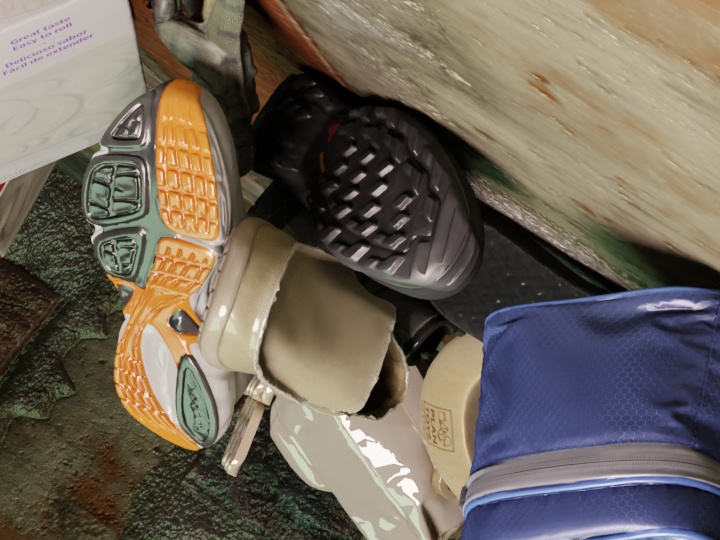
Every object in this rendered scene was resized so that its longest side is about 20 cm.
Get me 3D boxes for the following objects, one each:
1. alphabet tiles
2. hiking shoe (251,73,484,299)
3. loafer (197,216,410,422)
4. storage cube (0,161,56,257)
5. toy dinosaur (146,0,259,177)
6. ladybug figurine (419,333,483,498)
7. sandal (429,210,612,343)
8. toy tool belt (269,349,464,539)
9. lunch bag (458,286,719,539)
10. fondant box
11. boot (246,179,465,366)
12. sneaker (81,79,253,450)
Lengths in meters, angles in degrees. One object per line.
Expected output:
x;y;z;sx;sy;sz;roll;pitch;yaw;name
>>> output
-0.050;0.035;1.385;0.015;0.196;0.200;22;176;-5;alphabet tiles
0.021;-0.034;1.056;0.101;0.076;0.200;29;-172;-34;hiking shoe
-0.020;0.027;1.042;0.068;0.076;0.200;15;172;17;loafer
-0.251;-0.129;1.265;0.179;0.200;0.171;30;174;-2;storage cube
-0.077;-0.115;1.019;0.088;0.047;0.200;52;163;22;toy dinosaur
0.116;0.085;1.179;0.200;0.136;0.072;8;-161;44;ladybug figurine
0.116;0.036;1.086;0.200;0.075;0.048;43;-152;26;sandal
0.049;0.111;1.313;0.200;0.123;0.125;53;146;-3;toy tool belt
0.134;0.110;0.935;0.136;0.133;0.200;-9;147;35;lunch bag
-0.178;-0.095;1.014;0.200;0.144;0.058;95;151;-76;fondant box
0.000;0.000;1.213;0.131;0.068;0.200;41;-171;0;boot
-0.079;-0.015;1.057;0.075;0.092;0.201;19;131;20;sneaker
